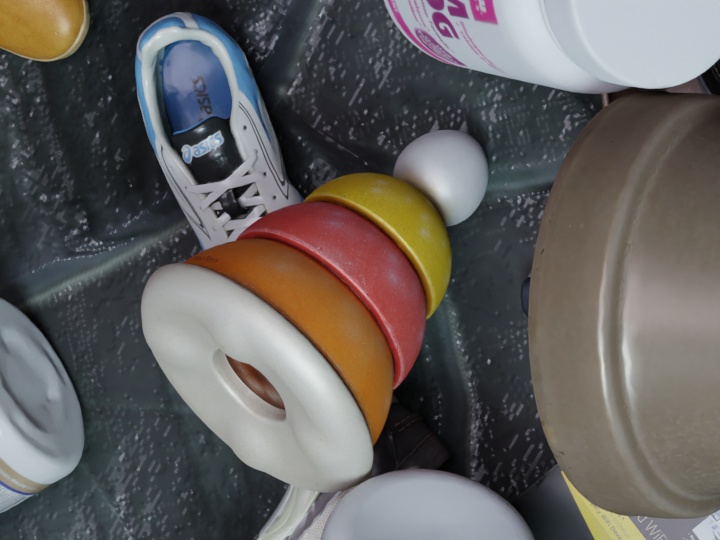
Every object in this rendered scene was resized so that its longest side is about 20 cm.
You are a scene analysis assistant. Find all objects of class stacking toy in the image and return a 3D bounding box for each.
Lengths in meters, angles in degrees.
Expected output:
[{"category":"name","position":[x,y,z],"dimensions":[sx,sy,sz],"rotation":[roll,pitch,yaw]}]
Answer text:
[{"category":"stacking toy","position":[0.000,0.000,1.491],"dimensions":[0.146,0.146,0.200],"rotation":[37,65,15]}]

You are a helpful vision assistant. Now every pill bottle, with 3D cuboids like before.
[{"category":"pill bottle","position":[0.096,-0.145,1.416],"dimensions":[0.113,0.200,0.114],"rotation":[-4,100,-24]},{"category":"pill bottle","position":[-0.259,0.104,1.607],"dimensions":[0.199,0.111,0.111],"rotation":[-29,82,18]},{"category":"pill bottle","position":[0.022,0.203,1.475],"dimensions":[0.109,0.109,0.201],"rotation":[26,133,17]}]

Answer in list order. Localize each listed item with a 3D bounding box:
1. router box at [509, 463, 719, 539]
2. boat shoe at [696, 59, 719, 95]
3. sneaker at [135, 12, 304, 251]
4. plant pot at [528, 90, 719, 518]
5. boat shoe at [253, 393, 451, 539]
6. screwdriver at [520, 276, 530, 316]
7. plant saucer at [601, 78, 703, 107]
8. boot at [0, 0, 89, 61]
[{"category":"router box","position":[0.167,0.171,1.485],"dimensions":[0.157,0.052,0.200],"rotation":[-41,78,16]},{"category":"boat shoe","position":[0.185,-0.172,1.422],"dimensions":[0.072,0.071,0.201],"rotation":[2,93,20]},{"category":"sneaker","position":[-0.067,-0.042,1.555],"dimensions":[0.072,0.072,0.201],"rotation":[-27,84,17]},{"category":"plant pot","position":[0.198,0.022,1.337],"dimensions":[0.174,0.200,0.201],"rotation":[5,94,35]},{"category":"boat shoe","position":[-0.020,0.159,1.542],"dimensions":[0.073,0.074,0.201],"rotation":[32,103,16]},{"category":"screwdriver","position":[0.177,0.010,1.492],"dimensions":[0.199,0.028,0.029],"rotation":[-1,122,19]},{"category":"plant saucer","position":[0.220,-0.097,1.468],"dimensions":[0.199,0.037,0.202],"rotation":[1,93,19]},{"category":"boot","position":[-0.250,-0.180,1.578],"dimensions":[0.201,0.144,0.071],"rotation":[39,104,15]}]
